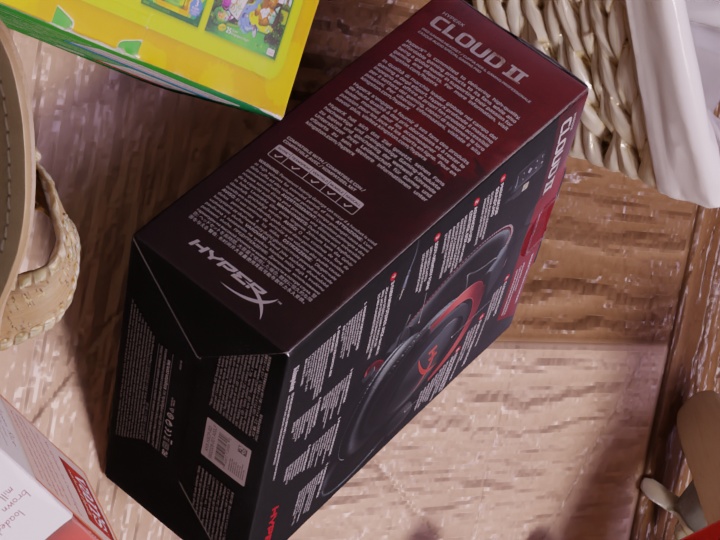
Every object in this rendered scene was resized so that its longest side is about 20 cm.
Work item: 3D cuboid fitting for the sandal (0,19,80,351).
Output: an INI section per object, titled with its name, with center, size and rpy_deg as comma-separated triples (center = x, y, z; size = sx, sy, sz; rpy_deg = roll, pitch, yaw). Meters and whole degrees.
[sandal]
center = -0.128, -0.001, 0.759
size = 0.070, 0.077, 0.213
rpy_deg = -37, 141, -55

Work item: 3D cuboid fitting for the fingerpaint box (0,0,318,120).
[fingerpaint box]
center = -0.086, -0.159, 0.750
size = 0.199, 0.073, 0.168
rpy_deg = 17, 90, -52

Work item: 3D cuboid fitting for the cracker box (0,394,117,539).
[cracker box]
center = -0.179, 0.066, 0.675
size = 0.134, 0.058, 0.200
rpy_deg = -39, 132, 2

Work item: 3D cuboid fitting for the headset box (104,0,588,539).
[headset box]
center = 0.000, 0.000, 0.864
size = 0.200, 0.075, 0.149
rpy_deg = -41, 158, -34

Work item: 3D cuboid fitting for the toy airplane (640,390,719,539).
[toy airplane]
center = 0.193, 0.158, 1.097
size = 0.141, 0.198, 0.201
rpy_deg = 45, 66, -36

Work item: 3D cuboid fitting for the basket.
[basket]
center = 0.121, -0.150, 0.964
size = 0.135, 0.123, 0.201
rpy_deg = -41, 130, -34
